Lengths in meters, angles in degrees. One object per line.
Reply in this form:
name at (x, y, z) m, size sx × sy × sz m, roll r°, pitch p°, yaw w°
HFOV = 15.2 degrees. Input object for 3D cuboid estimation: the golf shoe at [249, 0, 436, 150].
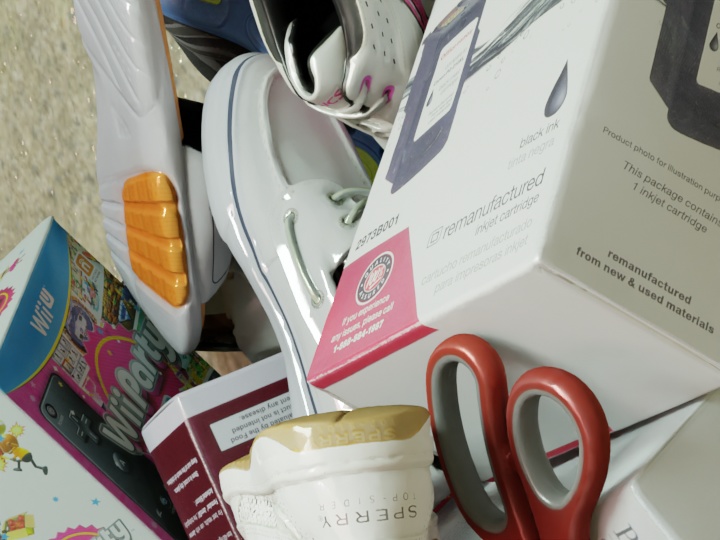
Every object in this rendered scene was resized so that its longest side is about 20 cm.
golf shoe at (0.002, -0.081, 1.006) m, size 0.072 × 0.092 × 0.200 m, roll -3°, pitch 131°, yaw 41°

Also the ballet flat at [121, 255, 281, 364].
ballet flat at (-0.043, 0.014, 1.181) m, size 0.200 × 0.068 × 0.068 m, roll -11°, pitch 92°, yaw 52°

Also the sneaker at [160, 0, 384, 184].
sneaker at (-0.022, -0.091, 1.128) m, size 0.199 × 0.083 × 0.071 m, roll 40°, pitch 90°, yaw 20°

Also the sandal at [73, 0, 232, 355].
sandal at (-0.071, -0.056, 1.096) m, size 0.079 × 0.059 × 0.207 m, roll 47°, pitch 149°, yaw 45°

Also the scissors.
scissors at (0.065, 0.115, 0.845) m, size 0.073 × 0.014 × 0.201 m, roll 3°, pitch 113°, yaw 47°

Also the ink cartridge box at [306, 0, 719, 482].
ink cartridge box at (0.075, -0.048, 0.905) m, size 0.145 × 0.084 × 0.201 m, roll -30°, pitch 36°, yaw 54°

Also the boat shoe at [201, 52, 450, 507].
boat shoe at (0.000, 0.000, 1.020) m, size 0.067 × 0.073 × 0.201 m, roll -34°, pitch 69°, yaw 44°

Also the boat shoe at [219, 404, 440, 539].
boat shoe at (-0.008, 0.091, 0.880) m, size 0.200 × 0.070 × 0.070 m, roll 94°, pitch 167°, yaw -80°

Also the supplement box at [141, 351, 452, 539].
supplement box at (0.006, 0.127, 1.058) m, size 0.201 × 0.108 × 0.061 m, roll 65°, pitch 156°, yaw 9°

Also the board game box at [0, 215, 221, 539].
board game box at (-0.092, 0.093, 1.133) m, size 0.064 × 0.148 × 0.200 m, roll -40°, pitch 107°, yaw 21°

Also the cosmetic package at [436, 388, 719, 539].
cosmetic package at (0.125, 0.145, 0.923) m, size 0.200 × 0.123 × 0.200 m, roll 51°, pitch 140°, yaw -3°
